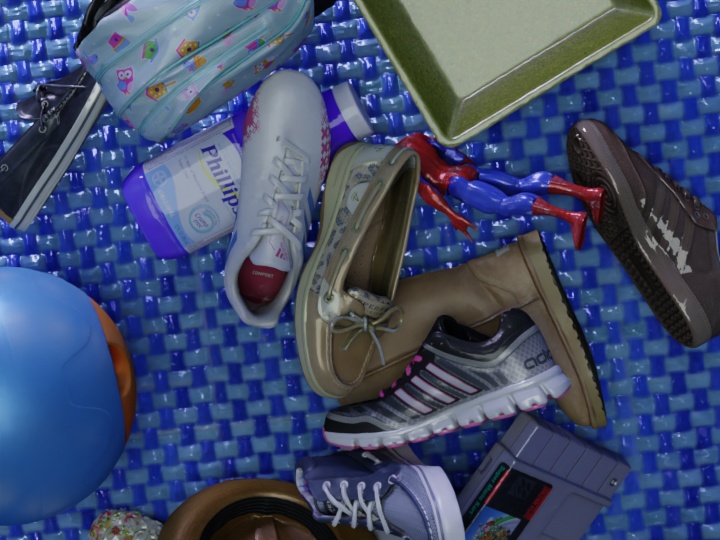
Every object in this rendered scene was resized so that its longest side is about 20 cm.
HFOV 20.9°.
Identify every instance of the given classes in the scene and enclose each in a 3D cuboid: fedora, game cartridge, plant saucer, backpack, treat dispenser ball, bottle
[{"bbox_3d":[-0.075,0.257,1.553,0.200,0.201,0.082,14,130,3],"label":"fedora"},{"bbox_3d":[0.117,0.214,1.550,0.200,0.130,0.038,-56,45,9],"label":"game cartridge"},{"bbox_3d":[0.101,-0.229,1.522,0.200,0.048,0.200,-31,93,8],"label":"plant saucer"},{"bbox_3d":[-0.114,-0.191,1.463,0.200,0.167,0.127,-37,84,-8],"label":"backpack"},{"bbox_3d":[-0.275,0.098,1.522,0.201,0.201,0.201,1,98,5],"label":"treat dispenser ball"},{"bbox_3d":[-0.087,-0.084,1.549,0.200,0.065,0.084,-26,101,8],"label":"bottle"}]

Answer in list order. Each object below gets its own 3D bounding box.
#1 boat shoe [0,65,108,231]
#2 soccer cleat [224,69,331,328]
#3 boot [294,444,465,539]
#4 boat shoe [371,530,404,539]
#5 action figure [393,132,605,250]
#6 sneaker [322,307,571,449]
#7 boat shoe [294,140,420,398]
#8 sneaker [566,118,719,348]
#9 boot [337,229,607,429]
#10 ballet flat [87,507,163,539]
[{"bbox_3d":[-0.241,-0.125,1.555,0.062,0.075,0.200,34,104,-6],"label":"boat shoe"},{"bbox_3d":[-0.060,-0.049,1.482,0.070,0.086,0.200,6,113,-10],"label":"soccer cleat"},{"bbox_3d":[0.013,0.182,1.501,0.090,0.200,0.073,-12,102,-13],"label":"boot"},{"bbox_3d":[0.028,0.261,1.587,0.068,0.072,0.200,32,85,-33],"label":"boat shoe"},{"bbox_3d":[0.088,-0.065,1.531,0.200,0.065,0.052,20,136,19],"label":"action figure"},{"bbox_3d":[0.058,0.081,1.498,0.200,0.074,0.088,-17,87,21],"label":"sneaker"},{"bbox_3d":[0.000,0.000,1.491,0.063,0.073,0.200,6,88,41],"label":"boat shoe"},{"bbox_3d":[0.236,-0.039,1.537,0.075,0.070,0.200,-30,92,-18],"label":"sneaker"},{"bbox_3d":[0.079,0.075,1.561,0.200,0.066,0.175,-22,91,10],"label":"boot"},{"bbox_3d":[-0.144,0.272,1.602,0.200,0.064,0.076,40,99,0],"label":"ballet flat"}]
